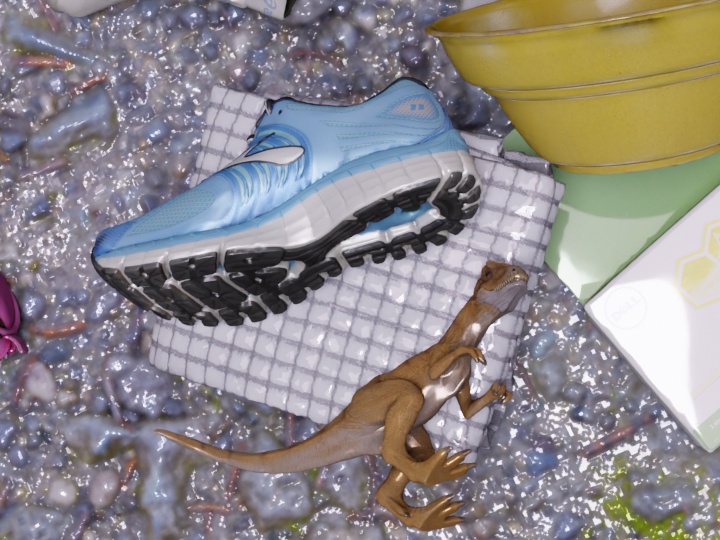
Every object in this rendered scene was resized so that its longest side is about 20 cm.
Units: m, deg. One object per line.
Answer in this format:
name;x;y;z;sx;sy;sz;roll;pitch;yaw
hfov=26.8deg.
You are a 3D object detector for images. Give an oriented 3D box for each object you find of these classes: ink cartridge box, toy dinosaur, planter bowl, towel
ink cartridge box;0.173;-0.026;0.811;0.145;0.048;0.200;-41;85;4
toy dinosaur;0.009;0.075;0.735;0.199;0.060;0.107;-33;50;5
planter bowl;0.137;-0.098;0.755;0.199;0.201;0.084;-10;104;7
towel;0.000;0.000;0.810;0.198;0.086;0.167;15;88;16

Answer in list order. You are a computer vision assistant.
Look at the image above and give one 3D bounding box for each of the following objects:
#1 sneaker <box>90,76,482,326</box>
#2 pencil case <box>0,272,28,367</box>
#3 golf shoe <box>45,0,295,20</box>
sneaker;-0.041;-0.037;0.755;0.198;0.078;0.091;-18;60;8
pencil case;-0.286;0.063;0.850;0.199;0.091;0.094;-36;97;7
golf shoe;-0.081;-0.176;0.840;0.199;0.078;0.098;-27;90;7
